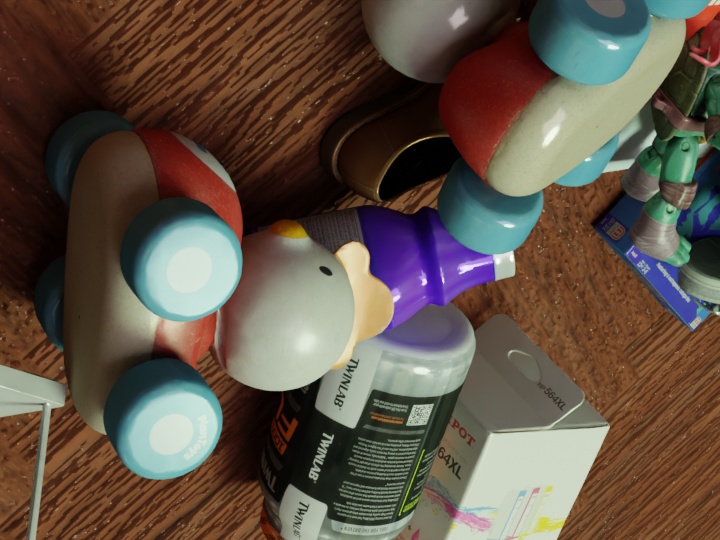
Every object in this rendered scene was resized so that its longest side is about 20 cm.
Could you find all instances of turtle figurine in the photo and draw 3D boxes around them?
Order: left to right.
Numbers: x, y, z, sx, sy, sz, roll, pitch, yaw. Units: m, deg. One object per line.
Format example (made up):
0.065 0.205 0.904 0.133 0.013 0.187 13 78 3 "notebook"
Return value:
0.239 -0.108 1.016 0.201 0.100 0.150 -65 176 39 "turtle figurine"

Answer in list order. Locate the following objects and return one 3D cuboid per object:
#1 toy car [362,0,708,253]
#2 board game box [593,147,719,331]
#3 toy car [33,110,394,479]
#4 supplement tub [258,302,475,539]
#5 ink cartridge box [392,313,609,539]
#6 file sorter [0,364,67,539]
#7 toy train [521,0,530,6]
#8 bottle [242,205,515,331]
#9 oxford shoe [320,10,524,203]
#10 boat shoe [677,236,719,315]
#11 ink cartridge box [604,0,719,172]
0.078 -0.154 0.916 0.177 0.200 0.185 -38 164 -38 "toy car"
0.300 -0.064 1.243 0.200 0.045 0.152 -48 137 3 "board game box"
-0.069 0.006 0.889 0.198 0.184 0.178 -2 113 -27 "toy car"
-0.002 0.112 1.094 0.122 0.123 0.201 -2 122 -36 "supplement tub"
0.087 0.146 1.183 0.124 0.129 0.201 0 121 -37 "ink cartridge box"
-0.287 0.105 0.828 0.199 0.138 0.126 25 61 -45 "file sorter"
0.188 -0.222 1.019 0.199 0.085 0.114 -3 137 -38 "toy train"
0.000 0.000 0.994 0.198 0.084 0.065 -12 156 -1 "bottle"
0.074 -0.105 1.025 0.199 0.071 0.072 -36 135 -12 "oxford shoe"
0.323 0.018 1.240 0.201 0.074 0.065 2 117 -47 "boat shoe"
0.231 -0.142 1.071 0.159 0.048 0.200 -9 155 -31 "ink cartridge box"
